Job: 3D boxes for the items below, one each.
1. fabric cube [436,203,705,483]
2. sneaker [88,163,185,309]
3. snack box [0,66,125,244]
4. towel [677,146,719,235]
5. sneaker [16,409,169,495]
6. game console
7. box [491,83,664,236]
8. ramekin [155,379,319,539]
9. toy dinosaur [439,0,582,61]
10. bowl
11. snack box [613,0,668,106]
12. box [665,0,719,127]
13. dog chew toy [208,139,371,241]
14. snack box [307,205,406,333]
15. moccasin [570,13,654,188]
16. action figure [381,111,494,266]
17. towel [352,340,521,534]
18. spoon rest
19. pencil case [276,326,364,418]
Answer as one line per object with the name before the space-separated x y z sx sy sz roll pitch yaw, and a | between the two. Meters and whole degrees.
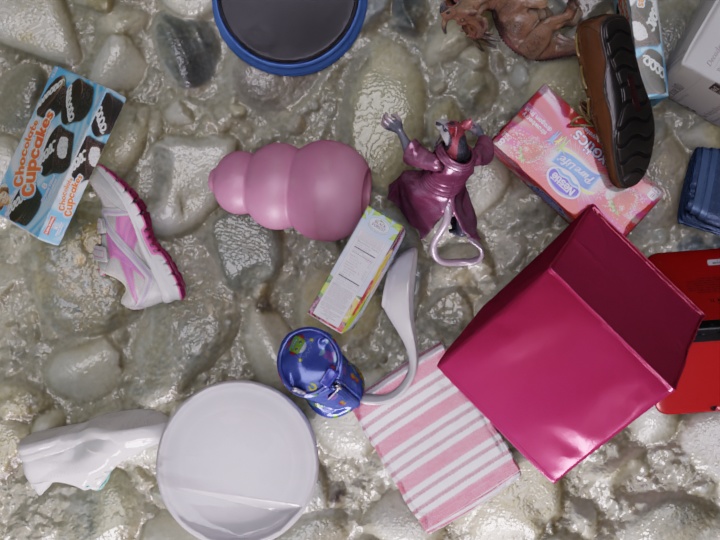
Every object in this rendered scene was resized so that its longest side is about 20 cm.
fabric cube | 0.247 0.081 1.560 0.196 0.200 0.199 44 123 1
sneaker | -0.299 -0.037 1.679 0.088 0.081 0.201 -27 88 0
snack box | -0.377 -0.144 1.670 0.116 0.037 0.201 25 91 40
towel | 0.495 -0.078 1.654 0.199 0.049 0.112 17 65 3
sneaker | -0.325 0.233 1.692 0.199 0.075 0.089 -12 102 8
game console | 0.459 0.072 1.679 0.199 0.119 0.173 -4 58 2
box | 0.262 -0.122 1.649 0.200 0.095 0.100 43 92 2
ramekin | -0.148 0.234 1.664 0.201 0.094 0.204 0 89 2
toy dinosaur | 0.197 -0.304 1.665 0.200 0.086 0.136 38 102 -14
bowl | -0.090 -0.347 1.694 0.199 0.039 0.202 0 89 2
snack box | 0.336 -0.301 1.638 0.037 0.116 0.201 -6 89 2
box | 0.463 -0.282 1.591 0.130 0.199 0.201 30 91 3
dog chew toy | -0.089 -0.102 1.656 0.199 0.125 0.125 5 90 10
snack box | 0.000 0.000 1.607 0.053 0.200 0.143 31 91 3
moccasin | 0.289 -0.196 1.573 0.073 0.078 0.202 -22 100 -28
action figure | 0.094 -0.109 1.604 0.133 0.200 0.150 -5 65 -12
towel | 0.093 0.210 1.690 0.146 0.030 0.201 -32 86 1
spoon rest | 0.050 0.070 1.658 0.060 0.099 0.201 13 94 5
pencil case | -0.044 0.126 1.606 0.087 0.200 0.078 42 85 16
